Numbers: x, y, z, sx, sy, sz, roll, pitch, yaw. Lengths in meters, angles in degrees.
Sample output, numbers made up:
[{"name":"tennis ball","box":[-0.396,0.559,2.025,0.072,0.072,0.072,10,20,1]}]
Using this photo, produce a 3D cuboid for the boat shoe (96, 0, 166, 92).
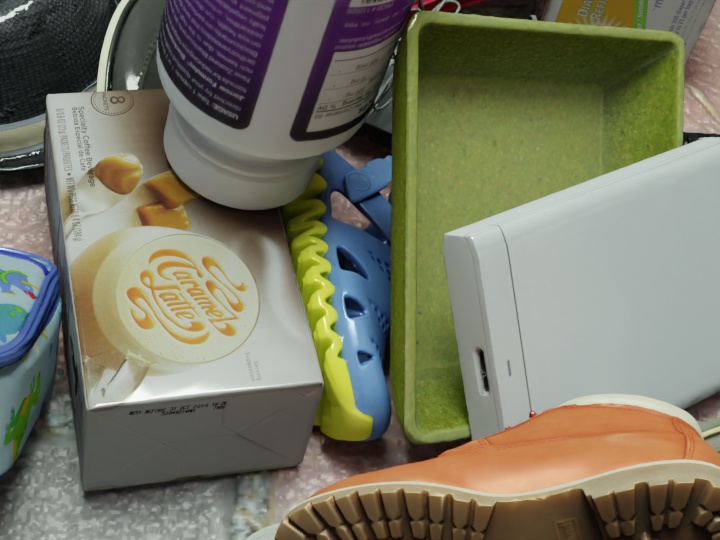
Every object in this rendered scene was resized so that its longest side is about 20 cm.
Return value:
[{"name":"boat shoe","box":[-0.094,-0.148,0.841,0.063,0.074,0.202,3,42,25]}]

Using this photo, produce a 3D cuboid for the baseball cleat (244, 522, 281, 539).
[{"name":"baseball cleat","box":[0.014,0.161,0.628,0.199,0.070,0.107,6,52,-6]}]

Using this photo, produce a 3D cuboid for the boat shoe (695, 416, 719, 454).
[{"name":"boat shoe","box":[0.161,0.105,0.696,0.201,0.072,0.060,-12,56,-24]}]

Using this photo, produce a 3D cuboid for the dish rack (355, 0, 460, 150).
[{"name":"dish rack","box":[-0.003,-0.147,0.775,0.153,0.200,0.055,25,62,30]}]

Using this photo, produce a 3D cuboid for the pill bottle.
[{"name":"pill bottle","box":[-0.035,-0.124,0.658,0.111,0.200,0.112,11,48,-12]}]

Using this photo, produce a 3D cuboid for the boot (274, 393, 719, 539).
[{"name":"boot","box":[0.063,0.103,0.612,0.199,0.075,0.107,-6,21,7]}]

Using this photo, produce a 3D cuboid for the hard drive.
[{"name":"hard drive","box":[0.130,0.019,0.709,0.199,0.133,0.027,-20,17,-37]}]

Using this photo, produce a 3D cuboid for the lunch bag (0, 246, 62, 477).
[{"name":"lunch bag","box":[-0.244,0.029,0.647,0.199,0.083,0.161,9,15,-3]}]

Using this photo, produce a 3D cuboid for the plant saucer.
[{"name":"plant saucer","box":[0.083,-0.024,0.715,0.199,0.201,0.048,-4,6,-39]}]

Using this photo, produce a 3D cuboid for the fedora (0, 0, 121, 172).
[{"name":"fedora","box":[-0.206,-0.153,0.821,0.199,0.092,0.201,5,52,-6]}]

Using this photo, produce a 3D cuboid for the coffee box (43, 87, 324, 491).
[{"name":"coffee box","box":[-0.098,0.003,0.725,0.114,0.080,0.201,-4,53,-16]}]

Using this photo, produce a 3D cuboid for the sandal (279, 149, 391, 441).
[{"name":"sandal","box":[0.000,0.000,0.750,0.087,0.080,0.201,2,53,-13]}]

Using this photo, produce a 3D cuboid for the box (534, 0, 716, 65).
[{"name":"box","box":[0.180,-0.238,0.941,0.101,0.113,0.201,10,51,-3]}]

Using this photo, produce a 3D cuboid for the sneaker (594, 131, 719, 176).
[{"name":"sneaker","box":[0.226,-0.062,0.799,0.199,0.090,0.070,17,39,-12]}]

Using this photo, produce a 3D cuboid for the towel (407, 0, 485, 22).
[{"name":"towel","box":[0.065,-0.243,0.941,0.144,0.023,0.201,-12,47,21]}]

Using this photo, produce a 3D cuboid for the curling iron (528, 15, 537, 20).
[{"name":"curling iron","box":[0.097,-0.052,0.799,0.025,0.050,0.201,4,71,7]}]
